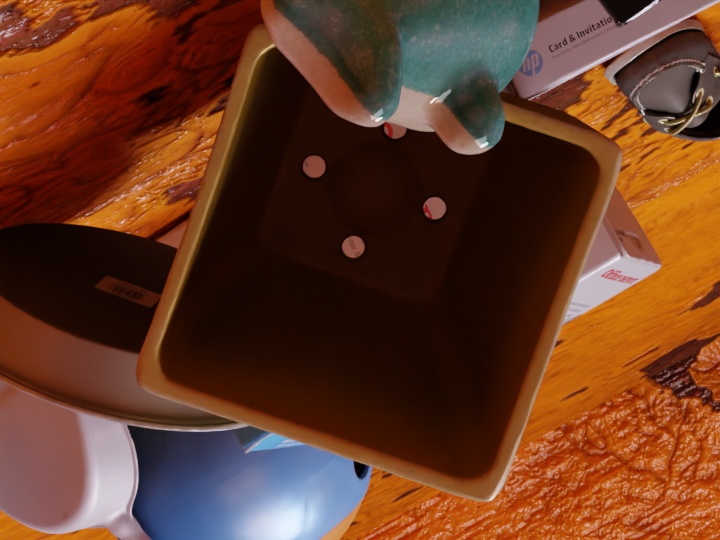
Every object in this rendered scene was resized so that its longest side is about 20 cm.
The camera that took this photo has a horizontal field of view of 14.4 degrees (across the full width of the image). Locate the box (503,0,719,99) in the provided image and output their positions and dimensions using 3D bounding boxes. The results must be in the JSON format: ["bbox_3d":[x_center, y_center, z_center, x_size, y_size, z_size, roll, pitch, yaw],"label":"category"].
[{"bbox_3d":[0.155,-0.157,1.627,0.199,0.041,0.156,-28,-172,-4],"label":"box"}]

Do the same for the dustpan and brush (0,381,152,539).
[{"bbox_3d":[-0.181,0.146,1.889,0.139,0.200,0.057,-38,173,37],"label":"dustpan and brush"}]

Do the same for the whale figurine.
[{"bbox_3d":[0.019,-0.126,1.284,0.104,0.159,0.200,-40,-179,18],"label":"whale figurine"}]

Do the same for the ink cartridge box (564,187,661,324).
[{"bbox_3d":[0.126,0.008,2.285,0.199,0.083,0.147,-30,168,13],"label":"ink cartridge box"}]

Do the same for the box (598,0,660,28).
[{"bbox_3d":[0.207,-0.213,1.445,0.200,0.048,0.193,-34,-170,20],"label":"box"}]

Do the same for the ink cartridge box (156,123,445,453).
[{"bbox_3d":[0.000,0.000,1.794,0.199,0.148,0.145,-31,168,18],"label":"ink cartridge box"}]

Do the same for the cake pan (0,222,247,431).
[{"bbox_3d":[-0.131,0.026,1.559,0.200,0.200,0.037,-12,125,-54],"label":"cake pan"}]

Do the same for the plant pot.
[{"bbox_3d":[0.008,-0.023,1.496,0.200,0.193,0.196,-91,-160,-78],"label":"plant pot"}]

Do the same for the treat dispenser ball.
[{"bbox_3d":[-0.090,0.121,1.971,0.200,0.202,0.201,-27,169,-6],"label":"treat dispenser ball"}]

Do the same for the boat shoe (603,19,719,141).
[{"bbox_3d":[0.224,-0.127,1.983,0.072,0.060,0.202,-31,168,16],"label":"boat shoe"}]
